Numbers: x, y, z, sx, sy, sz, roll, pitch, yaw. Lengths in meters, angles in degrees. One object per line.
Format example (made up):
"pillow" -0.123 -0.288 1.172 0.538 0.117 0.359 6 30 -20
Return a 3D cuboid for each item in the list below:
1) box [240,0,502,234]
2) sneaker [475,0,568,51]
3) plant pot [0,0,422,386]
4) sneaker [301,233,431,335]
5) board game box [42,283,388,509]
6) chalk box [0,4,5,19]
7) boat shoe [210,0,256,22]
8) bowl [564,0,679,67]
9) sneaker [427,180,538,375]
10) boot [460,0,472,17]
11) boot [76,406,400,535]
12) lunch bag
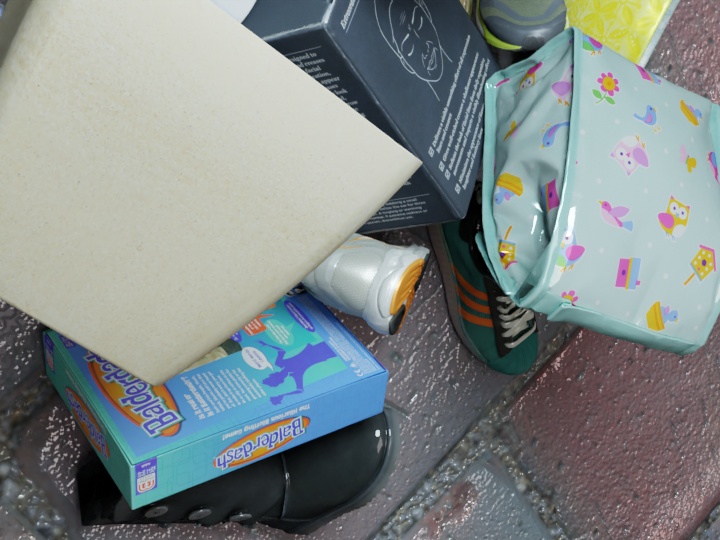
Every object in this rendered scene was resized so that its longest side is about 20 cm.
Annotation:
"box" 0.004 -0.147 0.853 0.200 0.107 0.149 50 46 -39
"sneaker" 0.124 -0.250 0.916 0.074 0.200 0.081 -4 144 2
"plant pot" -0.121 -0.059 0.633 0.200 0.200 0.177 34 93 -24
"sneaker" 0.000 0.000 0.907 0.092 0.200 0.076 22 88 5
"board game box" -0.105 0.073 0.847 0.200 0.152 0.045 -17 133 -29
"chalk box" -0.268 -0.109 0.719 0.124 0.124 0.200 -46 120 -17
"boat shoe" -0.087 -0.247 0.769 0.068 0.057 0.200 10 98 -16
"bowl" 0.200 -0.213 0.999 0.108 0.200 0.200 28 83 9
"sneaker" 0.120 0.013 1.023 0.071 0.080 0.200 -35 117 -22
"boot" 0.063 -0.258 0.878 0.072 0.155 0.200 -1 99 -7
"boot" -0.091 0.147 0.885 0.200 0.066 0.165 15 133 -33
"lunch bag" 0.177 -0.045 0.854 0.170 0.122 0.200 18 65 -31
